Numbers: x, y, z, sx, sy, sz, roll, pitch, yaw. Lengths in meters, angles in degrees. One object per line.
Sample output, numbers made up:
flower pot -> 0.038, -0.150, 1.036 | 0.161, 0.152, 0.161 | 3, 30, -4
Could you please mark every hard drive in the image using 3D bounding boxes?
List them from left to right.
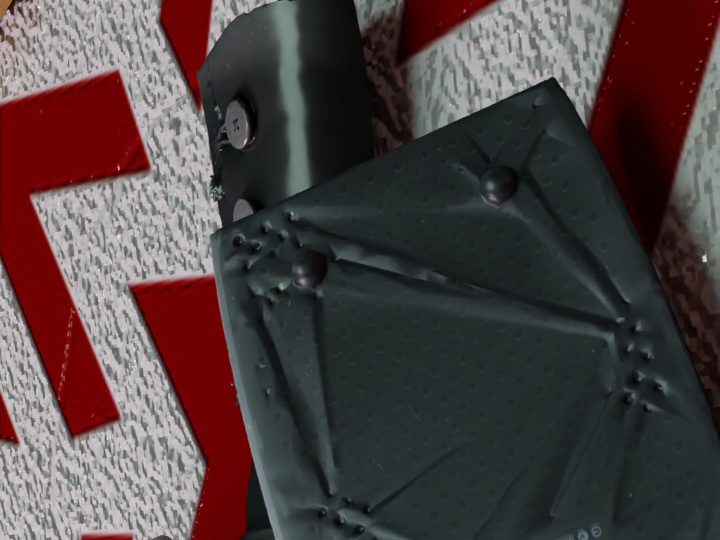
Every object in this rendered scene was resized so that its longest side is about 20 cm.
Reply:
hard drive -> 0.039, 0.056, 0.686 | 0.135, 0.042, 0.200 | -24, 66, 13

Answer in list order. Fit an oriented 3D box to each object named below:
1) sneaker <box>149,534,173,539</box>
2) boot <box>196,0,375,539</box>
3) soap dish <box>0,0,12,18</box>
sneaker -> -0.043, 0.139, 0.791 | 0.200, 0.073, 0.085 | 2, 125, 35
boot -> -0.001, 0.000, 0.798 | 0.165, 0.066, 0.201 | -20, 69, 55
soap dish -> -0.240, -0.178, 1.152 | 0.157, 0.081, 0.200 | -44, 54, 49
